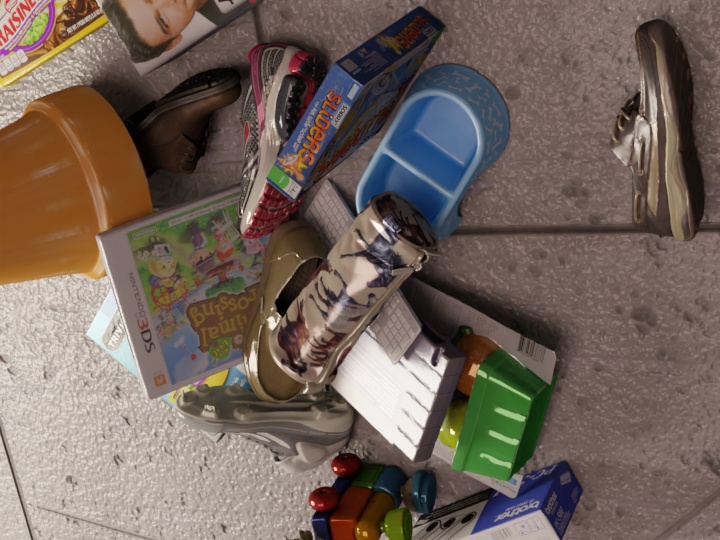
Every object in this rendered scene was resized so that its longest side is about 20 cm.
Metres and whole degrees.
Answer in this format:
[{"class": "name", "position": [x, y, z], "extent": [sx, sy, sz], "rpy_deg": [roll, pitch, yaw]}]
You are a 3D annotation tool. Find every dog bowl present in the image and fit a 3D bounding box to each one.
[{"class": "dog bowl", "position": [0.064, -0.102, 1.334], "extent": [0.111, 0.050, 0.201], "rpy_deg": [35, 124, 7]}]

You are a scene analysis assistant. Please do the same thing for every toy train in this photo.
[{"class": "toy train", "position": [0.003, 0.274, 1.452], "extent": [0.114, 0.200, 0.086], "rpy_deg": [-3, 112, 22]}]

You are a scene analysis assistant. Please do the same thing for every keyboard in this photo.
[{"class": "keyboard", "position": [0.000, 0.000, 1.381], "extent": [0.056, 0.011, 0.201], "rpy_deg": [-51, 56, 32]}]

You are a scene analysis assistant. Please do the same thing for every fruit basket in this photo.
[{"class": "fruit basket", "position": [0.100, 0.115, 1.411], "extent": [0.199, 0.093, 0.188], "rpy_deg": [30, 124, 30]}]

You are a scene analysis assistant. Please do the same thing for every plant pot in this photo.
[{"class": "plant pot", "position": [-0.343, -0.071, 1.427], "extent": [0.199, 0.182, 0.203], "rpy_deg": [33, 134, 41]}]

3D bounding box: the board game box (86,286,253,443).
[{"class": "board game box", "position": [-0.198, 0.076, 1.548], "extent": [0.199, 0.047, 0.152], "rpy_deg": [38, 124, 5]}]

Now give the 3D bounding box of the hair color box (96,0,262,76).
[{"class": "hair color box", "position": [-0.162, -0.284, 1.353], "extent": [0.198, 0.061, 0.100], "rpy_deg": [-26, 100, 34]}]

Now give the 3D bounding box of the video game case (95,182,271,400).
[{"class": "video game case", "position": [-0.157, 0.016, 1.431], "extent": [0.022, 0.198, 0.185], "rpy_deg": [26, 134, 62]}]

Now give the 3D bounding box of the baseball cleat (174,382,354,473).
[{"class": "baseball cleat", "position": [-0.106, 0.178, 1.500], "extent": [0.196, 0.070, 0.108], "rpy_deg": [4, 123, -6]}]

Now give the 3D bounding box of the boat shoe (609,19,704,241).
[{"class": "boat shoe", "position": [0.257, -0.119, 1.217], "extent": [0.072, 0.074, 0.203], "rpy_deg": [-2, 111, 26]}]

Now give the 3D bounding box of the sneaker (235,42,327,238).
[{"class": "sneaker", "position": [-0.090, -0.129, 1.383], "extent": [0.074, 0.080, 0.203], "rpy_deg": [24, 109, 28]}]

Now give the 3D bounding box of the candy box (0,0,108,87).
[{"class": "candy box", "position": [-0.340, -0.282, 1.464], "extent": [0.198, 0.026, 0.103], "rpy_deg": [-23, 98, 32]}]

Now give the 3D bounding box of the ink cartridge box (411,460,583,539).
[{"class": "ink cartridge box", "position": [0.133, 0.272, 1.448], "extent": [0.198, 0.094, 0.045], "rpy_deg": [-27, 102, 33]}]

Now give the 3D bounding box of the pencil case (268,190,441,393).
[{"class": "pencil case", "position": [-0.008, 0.023, 1.323], "extent": [0.201, 0.077, 0.090], "rpy_deg": [-52, 42, 21]}]

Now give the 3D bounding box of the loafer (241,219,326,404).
[{"class": "loafer", "position": [-0.075, 0.051, 1.416], "extent": [0.067, 0.075, 0.203], "rpy_deg": [-136, 49, -59]}]

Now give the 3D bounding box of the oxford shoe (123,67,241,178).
[{"class": "oxford shoe", "position": [-0.179, -0.149, 1.424], "extent": [0.199, 0.073, 0.085], "rpy_deg": [-24, 104, 45]}]

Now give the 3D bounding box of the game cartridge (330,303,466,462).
[{"class": "game cartridge", "position": [0.020, 0.088, 1.401], "extent": [0.200, 0.038, 0.131], "rpy_deg": [41, 129, 38]}]

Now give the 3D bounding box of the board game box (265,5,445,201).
[{"class": "board game box", "position": [-0.002, -0.155, 1.251], "extent": [0.034, 0.200, 0.136], "rpy_deg": [37, 124, 5]}]
